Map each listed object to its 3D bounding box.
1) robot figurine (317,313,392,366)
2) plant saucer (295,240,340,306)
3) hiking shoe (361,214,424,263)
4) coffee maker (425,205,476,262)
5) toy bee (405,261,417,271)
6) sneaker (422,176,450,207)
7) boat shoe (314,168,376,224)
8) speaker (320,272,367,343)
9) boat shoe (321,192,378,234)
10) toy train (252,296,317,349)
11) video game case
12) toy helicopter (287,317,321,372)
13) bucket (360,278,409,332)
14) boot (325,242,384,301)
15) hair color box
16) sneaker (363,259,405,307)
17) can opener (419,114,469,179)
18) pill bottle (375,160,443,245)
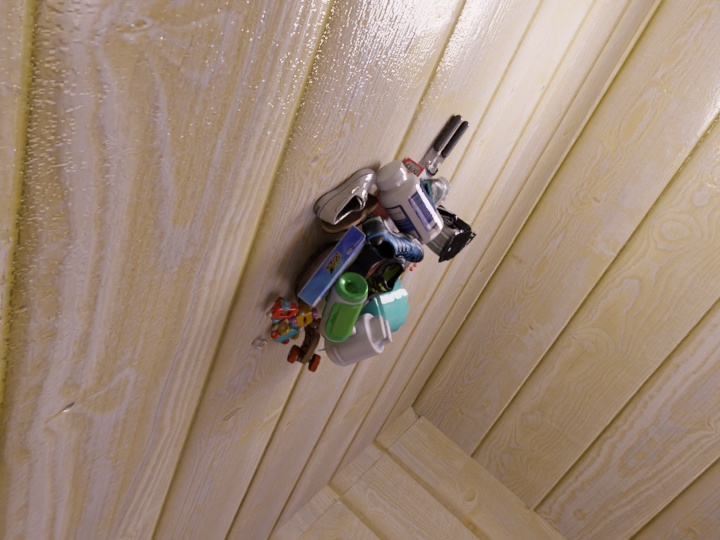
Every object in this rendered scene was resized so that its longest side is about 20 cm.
[{"bbox_3d":[-0.015,0.188,1.686,0.198,0.114,0.170,-22,147,18],"label":"robot figurine"},{"bbox_3d":[-0.101,0.002,1.589,0.200,0.032,0.201,-45,160,-21],"label":"plant saucer"},{"bbox_3d":[0.078,-0.052,1.512,0.199,0.088,0.074,26,138,-34],"label":"hiking shoe"},{"bbox_3d":[0.212,-0.129,1.834,0.135,0.200,0.192,-53,159,10],"label":"coffee maker"},{"bbox_3d":[0.128,-0.053,1.916,0.132,0.108,0.200,-57,161,7],"label":"toy bee"},{"bbox_3d":[0.157,-0.166,1.680,0.091,0.077,0.202,0,124,-49],"label":"sneaker"},{"bbox_3d":[-0.018,-0.167,1.434,0.199,0.065,0.072,-36,155,-41],"label":"boat shoe"},{"bbox_3d":[-0.043,0.094,1.522,0.088,0.088,0.201,-37,160,-37],"label":"speaker"},{"bbox_3d":[-0.028,-0.120,1.493,0.200,0.072,0.073,-41,158,-48],"label":"boat shoe"},{"bbox_3d":[-0.192,0.119,1.543,0.149,0.056,0.200,-3,147,-35],"label":"toy train"},{"bbox_3d":[-0.064,-0.004,1.473,0.201,0.045,0.181,-52,180,-4],"label":"video game case"},{"bbox_3d":[-0.131,0.167,1.670,0.133,0.078,0.200,-62,-167,16],"label":"toy helicopter"},{"bbox_3d":[0.026,0.100,1.815,0.134,0.207,0.209,-20,143,-48],"label":"bucket"},{"bbox_3d":[0.000,0.000,1.634,0.189,0.068,0.200,-57,-175,-26],"label":"boot"},{"bbox_3d":[0.095,-0.187,1.669,0.201,0.064,0.111,-50,161,-4],"label":"hair color box"},{"bbox_3d":[0.039,0.036,1.669,0.199,0.071,0.083,-41,-158,-1],"label":"sneaker"},{"bbox_3d":[0.224,-0.340,1.746,0.201,0.052,0.067,-54,-165,7],"label":"can opener"},{"bbox_3d":[0.115,-0.168,1.555,0.111,0.111,0.201,-46,120,-18],"label":"pill bottle"}]
